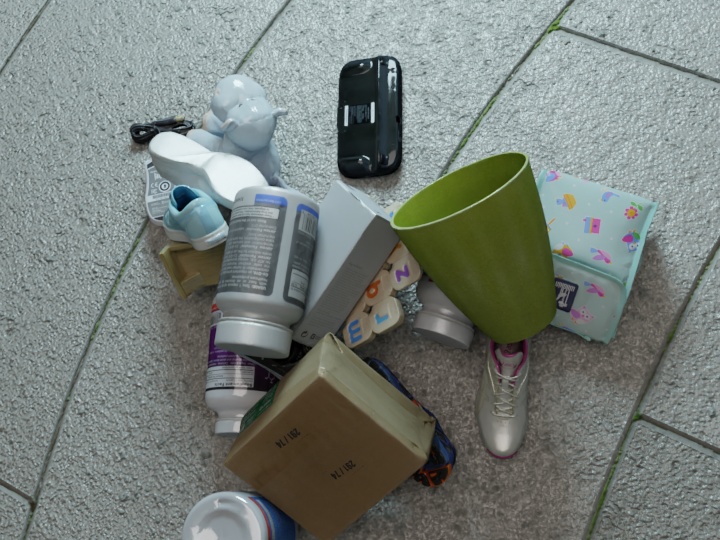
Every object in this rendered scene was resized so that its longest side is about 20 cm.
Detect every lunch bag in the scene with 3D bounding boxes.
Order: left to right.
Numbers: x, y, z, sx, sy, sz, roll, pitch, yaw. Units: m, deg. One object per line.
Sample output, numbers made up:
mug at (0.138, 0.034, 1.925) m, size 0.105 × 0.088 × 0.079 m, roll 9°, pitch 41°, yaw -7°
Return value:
lunch bag at (0.295, -0.017, 1.215) m, size 0.169 × 0.122 × 0.201 m, roll 20°, pitch 87°, yaw 12°

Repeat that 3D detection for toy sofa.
toy sofa at (-0.181, -0.031, 1.287) m, size 0.199 × 0.083 × 0.098 m, roll -10°, pitch 30°, yaw 26°

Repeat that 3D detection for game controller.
game controller at (0.013, -0.241, 1.381) m, size 0.104 × 0.042 × 0.201 m, roll -6°, pitch 72°, yaw 24°

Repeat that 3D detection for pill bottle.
pill bottle at (-0.162, 0.134, 1.265) m, size 0.112 × 0.112 × 0.201 m, roll -1°, pitch 75°, yaw 11°
pill bottle at (-0.145, 0.345, 1.153) m, size 0.111 × 0.200 × 0.113 m, roll -3°, pitch 75°, yaw 13°
pill bottle at (-0.121, 0.004, 1.124) m, size 0.113 × 0.114 × 0.201 m, roll 6°, pitch 76°, yaw 13°
pill bottle at (0.144, 0.002, 1.241) m, size 0.112 × 0.112 × 0.201 m, roll 17°, pitch 78°, yaw 15°

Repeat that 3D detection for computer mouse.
computer mouse at (-0.311, -0.154, 1.415) m, size 0.109 × 0.044 × 0.201 m, roll -10°, pitch 67°, yaw 3°

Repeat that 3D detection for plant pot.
plant pot at (0.164, -0.016, 1.114) m, size 0.186 × 0.187 × 0.201 m, roll -28°, pitch 107°, yaw 2°

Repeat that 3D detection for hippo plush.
hippo plush at (-0.188, -0.195, 1.322) m, size 0.158 × 0.161 × 0.201 m, roll -21°, pitch 69°, yaw -12°

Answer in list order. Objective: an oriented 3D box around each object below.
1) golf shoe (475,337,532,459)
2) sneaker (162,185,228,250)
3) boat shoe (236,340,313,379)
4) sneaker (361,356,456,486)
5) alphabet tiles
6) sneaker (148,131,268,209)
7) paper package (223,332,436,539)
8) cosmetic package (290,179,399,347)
golf shoe at (0.193, 0.152, 1.202) m, size 0.075 × 0.092 × 0.201 m, roll 2°, pitch 76°, yaw 10°
sneaker at (-0.240, -0.087, 1.249) m, size 0.074 × 0.200 × 0.082 m, roll -30°, pitch 112°, yaw -23°
boat shoe at (-0.094, 0.117, 1.205) m, size 0.199 × 0.057 × 0.069 m, roll 26°, pitch 68°, yaw -17°
sneaker at (0.060, 0.205, 1.221) m, size 0.075 × 0.078 × 0.200 m, roll -41°, pitch 75°, yaw 23°
alphabet tiles at (0.000, 0.000, 1.208) m, size 0.195 × 0.015 × 0.201 m, roll -32°, pitch 59°, yaw 32°
sneaker at (-0.215, -0.126, 1.287) m, size 0.199 × 0.089 × 0.075 m, roll 30°, pitch 56°, yaw 14°
paper package at (-0.040, 0.216, 1.136) m, size 0.190 × 0.104 × 0.200 m, roll 41°, pitch 114°, yaw -10°
cosmetic package at (-0.040, -0.007, 1.183) m, size 0.200 × 0.074 × 0.102 m, roll -54°, pitch 48°, yaw 11°
